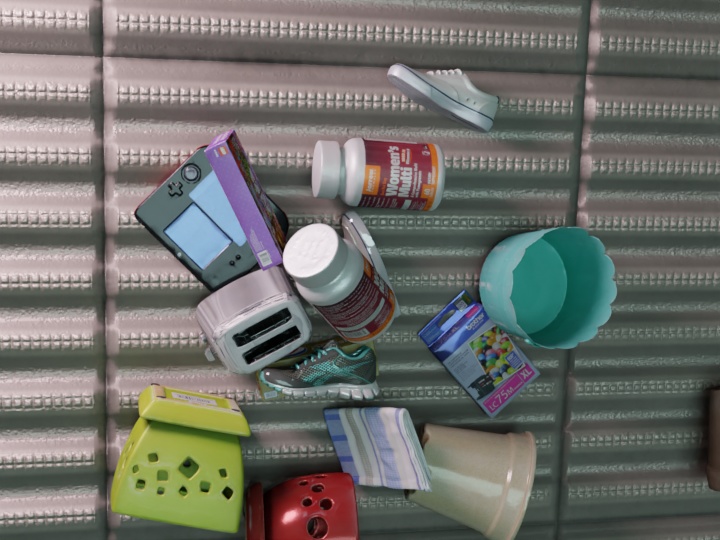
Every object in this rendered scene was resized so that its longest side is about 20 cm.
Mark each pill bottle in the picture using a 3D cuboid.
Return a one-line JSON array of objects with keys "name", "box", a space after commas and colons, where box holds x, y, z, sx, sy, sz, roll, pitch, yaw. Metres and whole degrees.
[{"name": "pill bottle", "box": [0.027, -0.155, 1.670, 0.199, 0.110, 0.110, 3, 99, -12]}, {"name": "pill bottle", "box": [-0.031, 0.020, 1.585, 0.110, 0.110, 0.200, -42, 140, -2]}]

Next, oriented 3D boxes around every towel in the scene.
[{"name": "towel", "box": [0.025, 0.293, 1.715, 0.024, 0.199, 0.148, -27, 104, -42]}]

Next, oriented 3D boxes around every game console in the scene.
[{"name": "game console", "box": [-0.233, -0.082, 1.671, 0.177, 0.031, 0.200, -44, 104, -2]}]

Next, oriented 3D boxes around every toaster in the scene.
[{"name": "toaster", "box": [-0.159, 0.078, 1.656, 0.199, 0.129, 0.114, -27, 118, -6]}]

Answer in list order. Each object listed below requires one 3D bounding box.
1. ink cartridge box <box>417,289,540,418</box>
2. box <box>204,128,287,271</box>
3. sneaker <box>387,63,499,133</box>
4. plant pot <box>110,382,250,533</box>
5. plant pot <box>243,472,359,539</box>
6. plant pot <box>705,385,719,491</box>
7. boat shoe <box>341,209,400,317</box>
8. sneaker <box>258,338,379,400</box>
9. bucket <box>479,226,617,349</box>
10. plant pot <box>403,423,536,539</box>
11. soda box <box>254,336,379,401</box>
[{"name": "ink cartridge box", "box": [0.204, 0.144, 1.797, 0.119, 0.042, 0.200, -42, 103, -2]}, {"name": "box", "box": [-0.171, -0.110, 1.592, 0.039, 0.137, 0.201, -24, 105, 4]}, {"name": "sneaker", "box": [0.136, -0.295, 1.695, 0.199, 0.073, 0.071, 24, 85, -23]}, {"name": "plant pot", "box": [-0.277, 0.287, 1.648, 0.199, 0.199, 0.182, 12, 91, -13]}, {"name": "plant pot", "box": [-0.098, 0.436, 1.705, 0.182, 0.200, 0.201, -2, 100, -9]}, {"name": "plant pot", "box": [0.703, 0.286, 1.858, 0.199, 0.200, 0.174, -11, 87, -9]}, {"name": "boat shoe", "box": [0.000, 0.000, 1.716, 0.070, 0.071, 0.201, -25, 110, -9]}, {"name": "sneaker", "box": [-0.063, 0.153, 1.659, 0.199, 0.078, 0.092, 3, 96, -22]}, {"name": "bucket", "box": [0.305, 0.027, 1.728, 0.206, 0.135, 0.208, -1, 93, -21]}, {"name": "plant pot", "box": [0.177, 0.346, 1.762, 0.183, 0.200, 0.201, 16, 97, -2]}, {"name": "soda box", "box": [-0.074, 0.157, 1.726, 0.199, 0.068, 0.064, -11, 102, -9]}]
